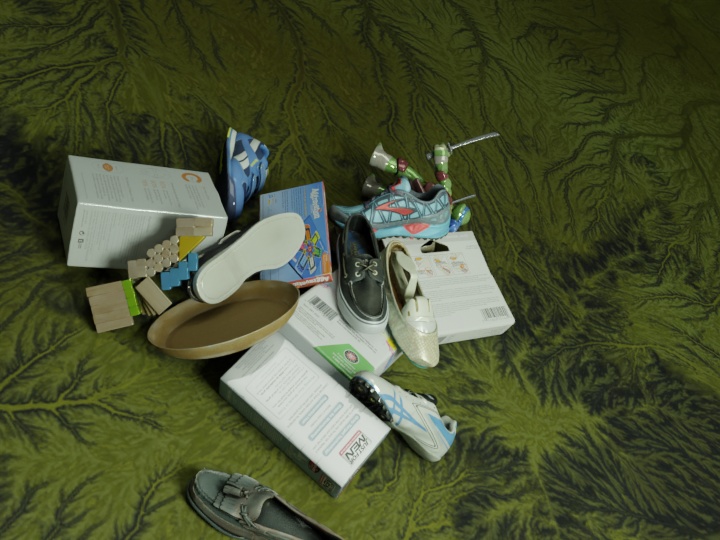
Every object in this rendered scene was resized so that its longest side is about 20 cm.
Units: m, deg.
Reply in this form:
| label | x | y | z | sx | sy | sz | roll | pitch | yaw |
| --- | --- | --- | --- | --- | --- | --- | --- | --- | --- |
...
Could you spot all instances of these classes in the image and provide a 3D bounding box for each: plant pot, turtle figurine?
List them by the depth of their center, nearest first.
| label | x | y | z | sx | sy | sz | roll | pitch | yaw |
| --- | --- | --- | --- | --- | --- | --- | --- | --- | --- |
| plant pot | -0.171 | 0.064 | 1.099 | 0.198 | 0.028 | 0.200 | -12 | 19 | 4 |
| turtle figurine | 0.113 | -0.155 | 1.496 | 0.192 | 0.144 | 0.201 | 22 | 73 | 7 |

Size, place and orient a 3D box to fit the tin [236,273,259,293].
| label | x | y | z | sx | sy | sz | roll | pitch | yaw |
| --- | --- | --- | --- | --- | --- | --- | --- | --- | --- |
| tin | -0.133 | -0.012 | 1.276 | 0.112 | 0.042 | 0.199 | 43 | 40 | 21 |

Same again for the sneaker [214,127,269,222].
| label | x | y | z | sx | sy | sz | roll | pitch | yaw |
| --- | --- | --- | --- | --- | --- | --- | --- | --- | --- |
| sneaker | -0.184 | -0.150 | 1.361 | 0.082 | 0.074 | 0.201 | 17 | 42 | -19 |

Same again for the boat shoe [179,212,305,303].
| label | x | y | z | sx | sy | sz | roll | pitch | yaw |
| --- | --- | --- | --- | --- | --- | --- | --- | --- | --- |
| boat shoe | -0.159 | -0.020 | 1.177 | 0.060 | 0.074 | 0.200 | 6 | 38 | 47 |

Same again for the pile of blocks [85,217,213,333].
| label | x | y | z | sx | sy | sz | roll | pitch | yaw |
| --- | --- | --- | --- | --- | --- | --- | --- | --- | --- |
| pile of blocks | -0.260 | 0.006 | 1.109 | 0.082 | 0.199 | 0.062 | 52 | -4 | -5 |

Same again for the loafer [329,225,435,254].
| label | x | y | z | sx | sy | sz | roll | pitch | yaw |
| --- | --- | --- | --- | --- | --- | --- | --- | --- | --- |
| loafer | 0.036 | -0.051 | 1.398 | 0.198 | 0.068 | 0.076 | 8 | 42 | -28 |

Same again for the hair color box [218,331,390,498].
| label | x | y | z | sx | sy | sz | roll | pitch | yaw |
| --- | --- | --- | --- | --- | --- | --- | --- | --- | --- |
| hair color box | -0.071 | 0.176 | 1.077 | 0.200 | 0.061 | 0.099 | 39 | 62 | 11 |

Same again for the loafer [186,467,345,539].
| label | x | y | z | sx | sy | sz | roll | pitch | yaw |
| --- | --- | --- | --- | --- | --- | --- | --- | --- | --- |
| loafer | -0.101 | 0.275 | 0.973 | 0.199 | 0.063 | 0.072 | 31 | 39 | 1 |

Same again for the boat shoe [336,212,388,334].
| label | x | y | z | sx | sy | sz | roll | pitch | yaw |
| --- | --- | --- | --- | --- | --- | --- | --- | --- | --- |
| boat shoe | 0.000 | 0.000 | 1.190 | 0.068 | 0.057 | 0.201 | 2 | 42 | -15 |

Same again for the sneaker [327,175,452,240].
| label | x | y | z | sx | sy | sz | roll | pitch | yaw |
| --- | --- | --- | --- | --- | --- | --- | --- | --- | --- |
| sneaker | 0.045 | -0.104 | 1.331 | 0.198 | 0.096 | 0.079 | -1 | 24 | -18 |

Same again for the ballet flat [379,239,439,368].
| label | x | y | z | sx | sy | sz | roll | pitch | yaw |
| --- | --- | --- | --- | --- | --- | --- | --- | --- | --- |
| ballet flat | 0.065 | 0.040 | 1.191 | 0.067 | 0.063 | 0.201 | 1 | 48 | -29 |

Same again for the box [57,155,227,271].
| label | x | y | z | sx | sy | sz | roll | pitch | yaw |
| --- | --- | --- | --- | --- | --- | --- | --- | --- | --- |
| box | -0.298 | -0.074 | 1.173 | 0.198 | 0.098 | 0.125 | 4 | 34 | -28 |

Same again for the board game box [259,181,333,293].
| label | x | y | z | sx | sy | sz | roll | pitch | yaw |
| --- | --- | --- | --- | --- | --- | --- | --- | --- | --- |
| board game box | -0.096 | -0.051 | 1.254 | 0.102 | 0.020 | 0.201 | -12 | 44 | 5 |

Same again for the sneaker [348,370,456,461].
| label | x | y | z | sx | sy | sz | roll | pitch | yaw |
| --- | --- | --- | --- | --- | --- | --- | --- | --- | --- |
| sneaker | 0.056 | 0.176 | 1.113 | 0.200 | 0.072 | 0.073 | 44 | 68 | -38 |

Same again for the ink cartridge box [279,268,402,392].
| label | x | y | z | sx | sy | sz | roll | pitch | yaw |
| --- | --- | --- | --- | --- | --- | --- | --- | --- | --- |
| ink cartridge box | -0.019 | 0.087 | 1.205 | 0.145 | 0.084 | 0.200 | 40 | 40 | 12 |

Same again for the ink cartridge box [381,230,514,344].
| label | x | y | z | sx | sy | sz | roll | pitch | yaw |
| --- | --- | --- | --- | --- | --- | --- | --- | --- | --- |
| ink cartridge box | 0.131 | 0.026 | 1.372 | 0.198 | 0.045 | 0.177 | -5 | 61 | -35 |
